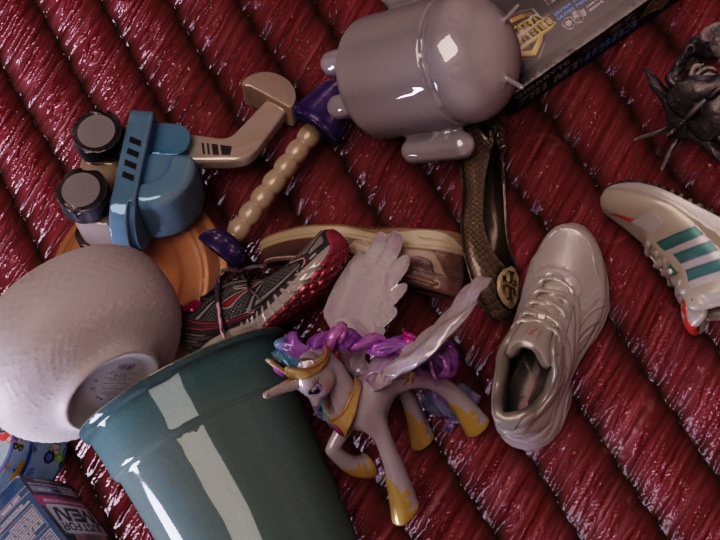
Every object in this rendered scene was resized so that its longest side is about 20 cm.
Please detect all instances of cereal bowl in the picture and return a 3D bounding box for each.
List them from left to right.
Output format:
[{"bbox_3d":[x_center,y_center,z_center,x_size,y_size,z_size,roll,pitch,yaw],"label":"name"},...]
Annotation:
[{"bbox_3d":[-0.237,0.078,1.105,0.200,0.200,0.083,-45,60,4],"label":"cereal bowl"}]

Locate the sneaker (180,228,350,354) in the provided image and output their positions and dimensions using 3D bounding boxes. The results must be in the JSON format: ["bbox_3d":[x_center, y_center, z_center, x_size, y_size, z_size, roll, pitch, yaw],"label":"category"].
[{"bbox_3d":[-0.093,0.022,1.133,0.200,0.081,0.075,-36,80,27],"label":"sneaker"}]

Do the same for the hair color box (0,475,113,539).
[{"bbox_3d":[-0.251,0.281,1.155,0.061,0.100,0.200,-45,69,2],"label":"hair color box"}]

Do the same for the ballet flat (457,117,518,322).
[{"bbox_3d":[0.117,-0.053,1.132,0.046,0.067,0.201,-15,67,23],"label":"ballet flat"}]

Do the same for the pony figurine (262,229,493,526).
[{"bbox_3d":[0.025,0.084,1.059,0.193,0.200,0.166,-47,34,-16],"label":"pony figurine"}]

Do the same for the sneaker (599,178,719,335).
[{"bbox_3d":[0.277,-0.002,1.063,0.199,0.070,0.094,29,87,21],"label":"sneaker"}]

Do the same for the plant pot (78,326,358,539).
[{"bbox_3d":[-0.109,0.183,1.093,0.200,0.200,0.197,-31,79,9],"label":"plant pot"}]

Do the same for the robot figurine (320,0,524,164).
[{"bbox_3d":[0.058,-0.180,1.119,0.199,0.113,0.171,-5,99,40],"label":"robot figurine"}]

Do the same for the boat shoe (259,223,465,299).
[{"bbox_3d":[0.000,0.000,1.156,0.199,0.072,0.073,2,80,14],"label":"boat shoe"}]

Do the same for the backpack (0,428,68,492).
[{"bbox_3d":[-0.391,0.151,1.214,0.183,0.134,0.200,-46,71,4],"label":"backpack"}]

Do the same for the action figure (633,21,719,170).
[{"bbox_3d":[0.326,-0.168,1.074,0.200,0.102,0.119,-45,75,32],"label":"action figure"}]

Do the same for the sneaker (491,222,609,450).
[{"bbox_3d":[0.160,0.052,1.074,0.077,0.099,0.201,12,81,20],"label":"sneaker"}]

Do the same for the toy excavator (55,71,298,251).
[{"bbox_3d":[-0.168,-0.103,1.208,0.198,0.100,0.196,6,64,3],"label":"toy excavator"}]

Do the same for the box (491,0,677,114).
[{"bbox_3d":[0.165,-0.281,1.177,0.199,0.050,0.199,-34,71,8],"label":"box"}]

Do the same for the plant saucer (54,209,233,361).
[{"bbox_3d":[-0.220,0.016,1.243,0.199,0.032,0.202,-4,76,18],"label":"plant saucer"}]

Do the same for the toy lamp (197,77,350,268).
[{"bbox_3d":[-0.075,-0.095,1.201,0.058,0.058,0.200,36,84,22],"label":"toy lamp"}]
